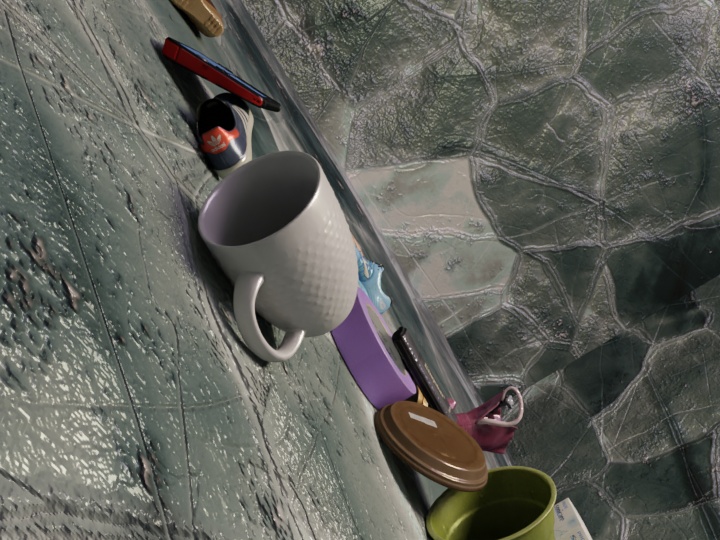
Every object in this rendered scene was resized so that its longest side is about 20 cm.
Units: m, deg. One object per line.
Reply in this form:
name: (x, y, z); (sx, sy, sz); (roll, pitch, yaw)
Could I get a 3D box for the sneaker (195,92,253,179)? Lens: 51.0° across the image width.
sneaker: (-0.199, -0.219, 1.072); (0.085, 0.074, 0.202); (60, 6, -40)

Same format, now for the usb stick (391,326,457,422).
usb stick: (0.113, 0.191, 1.314); (0.203, 0.032, 0.056); (61, 8, -8)

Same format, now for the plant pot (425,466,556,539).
plant pot: (0.216, 0.428, 1.111); (0.200, 0.196, 0.194); (-85, 157, -79)

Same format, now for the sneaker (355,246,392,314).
sneaker: (0.000, 0.000, 1.494); (0.204, 0.088, 0.078); (66, -17, 6)

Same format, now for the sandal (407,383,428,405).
sandal: (0.099, 0.244, 1.386); (0.054, 0.080, 0.203); (16, 41, -57)

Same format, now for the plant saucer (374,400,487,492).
plant saucer: (0.114, 0.263, 1.161); (0.197, 0.030, 0.201); (26, 15, -7)

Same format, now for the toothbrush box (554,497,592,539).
toothbrush box: (0.315, 0.507, 1.330); (0.086, 0.197, 0.146); (59, 7, 3)

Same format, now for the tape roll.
tape roll: (0.018, 0.132, 1.268); (0.202, 0.065, 0.200); (58, 7, -11)

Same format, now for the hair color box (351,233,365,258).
hair color box: (-0.057, -0.076, 1.602); (0.201, 0.060, 0.101); (56, 8, -37)

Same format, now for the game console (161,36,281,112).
game console: (-0.211, -0.302, 1.181); (0.174, 0.032, 0.200); (27, 10, -3)

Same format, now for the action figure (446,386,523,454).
action figure: (0.198, 0.302, 1.414); (0.149, 0.195, 0.137); (118, -35, -66)

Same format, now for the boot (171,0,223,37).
boot: (-0.350, -0.552, 1.487); (0.201, 0.072, 0.167); (54, -3, -38)

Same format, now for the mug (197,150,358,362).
mug: (-0.083, 0.003, 0.823); (0.177, 0.144, 0.203); (63, 33, -41)
